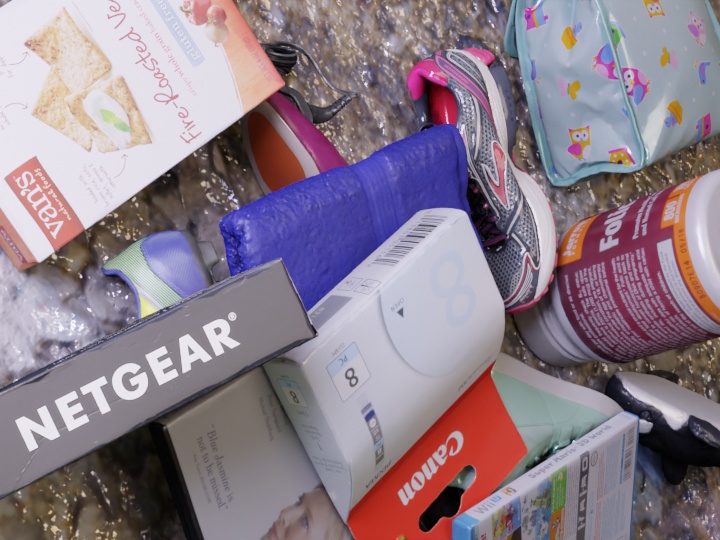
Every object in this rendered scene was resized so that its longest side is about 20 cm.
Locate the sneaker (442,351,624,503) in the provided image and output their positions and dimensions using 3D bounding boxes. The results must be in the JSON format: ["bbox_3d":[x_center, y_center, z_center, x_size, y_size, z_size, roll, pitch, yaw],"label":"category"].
[{"bbox_3d":[0.119,0.134,1.112,0.199,0.073,0.120,22,76,-41],"label":"sneaker"}]

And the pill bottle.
[{"bbox_3d":[0.214,0.005,1.138,0.113,0.199,0.116,14,67,-36],"label":"pill bottle"}]

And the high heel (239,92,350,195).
[{"bbox_3d":[-0.009,-0.063,1.066,0.096,0.067,0.201,-50,121,-35],"label":"high heel"}]

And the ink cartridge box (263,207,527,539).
[{"bbox_3d":[0.040,0.088,0.960,0.160,0.047,0.202,-42,118,-32],"label":"ink cartridge box"}]

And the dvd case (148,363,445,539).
[{"bbox_3d":[-0.031,0.113,0.940,0.199,0.017,0.144,-31,112,-38],"label":"dvd case"}]

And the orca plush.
[{"bbox_3d":[0.270,0.139,1.253,0.198,0.072,0.105,11,25,-42],"label":"orca plush"}]

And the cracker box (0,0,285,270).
[{"bbox_3d":[-0.162,-0.112,0.925,0.199,0.058,0.135,-39,102,-23],"label":"cracker box"}]

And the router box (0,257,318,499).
[{"bbox_3d":[-0.137,0.064,0.824,0.198,0.149,0.052,-27,92,-22],"label":"router box"}]

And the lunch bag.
[{"bbox_3d":[0.212,-0.189,1.253,0.169,0.121,0.202,-24,97,-41],"label":"lunch bag"}]

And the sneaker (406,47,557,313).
[{"bbox_3d":[0.083,-0.064,1.128,0.074,0.080,0.203,-12,82,-49],"label":"sneaker"}]

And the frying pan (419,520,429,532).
[{"bbox_3d":[-0.014,0.236,0.987,0.190,0.031,0.115,-47,109,-29],"label":"frying pan"}]

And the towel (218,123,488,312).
[{"bbox_3d":[0.000,0.000,1.008,0.199,0.049,0.150,-25,108,-36],"label":"towel"}]

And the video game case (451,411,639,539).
[{"bbox_3d":[0.133,0.201,1.086,0.199,0.018,0.145,-24,123,-42],"label":"video game case"}]

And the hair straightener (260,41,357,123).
[{"bbox_3d":[-0.086,-0.147,1.039,0.198,0.041,0.078,8,70,-32],"label":"hair straightener"}]

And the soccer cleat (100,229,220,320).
[{"bbox_3d":[-0.107,0.076,0.954,0.083,0.065,0.203,-17,92,-12],"label":"soccer cleat"}]
